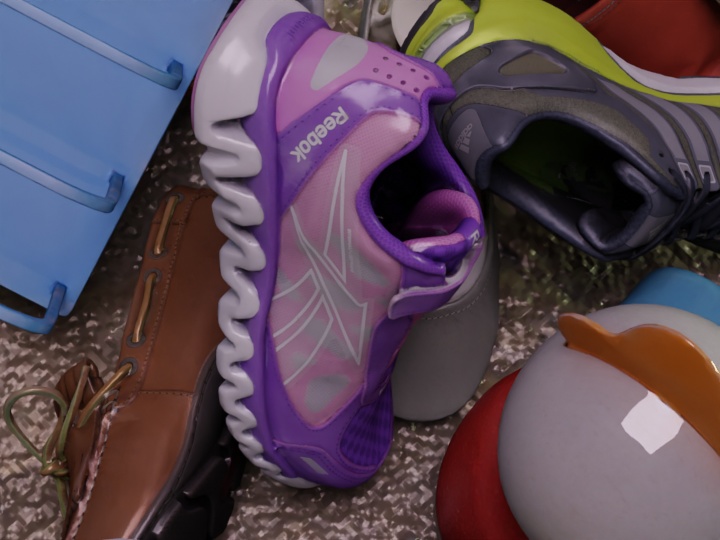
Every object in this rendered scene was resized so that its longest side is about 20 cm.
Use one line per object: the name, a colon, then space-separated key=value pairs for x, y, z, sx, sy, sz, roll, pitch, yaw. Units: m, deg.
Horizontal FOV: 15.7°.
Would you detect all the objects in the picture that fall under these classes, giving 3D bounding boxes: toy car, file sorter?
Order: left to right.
file sorter: x=-0.119 y=-0.095 z=0.890 sx=0.139 sy=0.123 sz=0.200 roll=27 pitch=95 yaw=-6
toy car: x=0.106 y=0.081 z=0.867 sx=0.177 sy=0.200 sz=0.184 roll=39 pitch=72 yaw=15

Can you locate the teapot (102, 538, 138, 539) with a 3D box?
teapot: x=-0.038 y=0.213 z=0.838 sx=0.197 sy=0.200 sz=0.146 roll=20 pitch=27 yaw=33

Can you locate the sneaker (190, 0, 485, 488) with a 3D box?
sneaker: x=0.000 y=0.000 z=0.899 sx=0.088 sy=0.200 sz=0.081 roll=10 pitch=40 yaw=19

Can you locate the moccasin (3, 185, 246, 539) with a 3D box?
moccasin: x=-0.082 y=0.056 z=0.946 sx=0.078 sy=0.074 sz=0.202 roll=14 pitch=69 yaw=15

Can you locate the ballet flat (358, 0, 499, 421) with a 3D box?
ballet flat: x=0.021 y=-0.044 z=0.995 sx=0.067 sy=0.064 sz=0.200 roll=2 pitch=67 yaw=1

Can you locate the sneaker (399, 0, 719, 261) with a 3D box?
sneaker: x=0.107 y=-0.031 z=0.951 sx=0.200 sy=0.074 sz=0.081 roll=16 pitch=37 yaw=-21

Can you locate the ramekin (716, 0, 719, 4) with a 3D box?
ramekin: x=0.204 y=-0.147 z=0.988 sx=0.202 sy=0.094 sz=0.203 roll=17 pitch=38 yaw=-14

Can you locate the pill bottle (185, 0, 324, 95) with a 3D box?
pill bottle: x=-0.117 y=-0.115 z=1.002 sx=0.200 sy=0.106 sz=0.106 roll=-6 pitch=67 yaw=-3

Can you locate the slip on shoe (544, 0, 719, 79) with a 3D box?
slip on shoe: x=0.090 y=-0.099 z=0.981 sx=0.074 sy=0.061 sz=0.200 roll=-43 pitch=110 yaw=12
